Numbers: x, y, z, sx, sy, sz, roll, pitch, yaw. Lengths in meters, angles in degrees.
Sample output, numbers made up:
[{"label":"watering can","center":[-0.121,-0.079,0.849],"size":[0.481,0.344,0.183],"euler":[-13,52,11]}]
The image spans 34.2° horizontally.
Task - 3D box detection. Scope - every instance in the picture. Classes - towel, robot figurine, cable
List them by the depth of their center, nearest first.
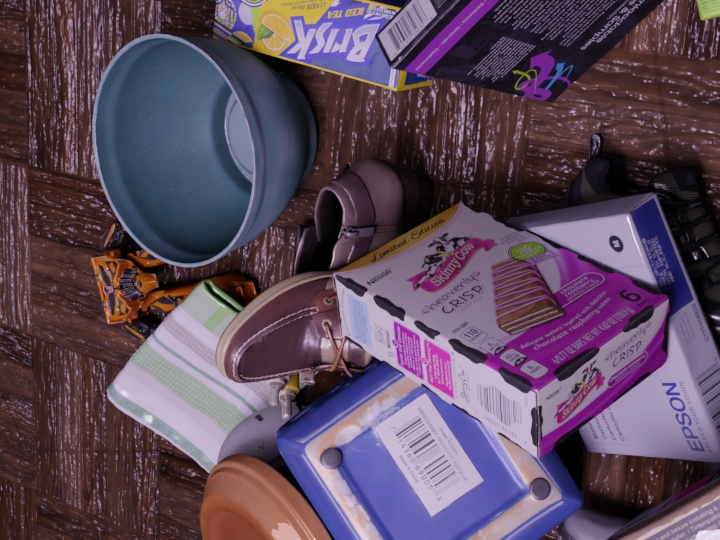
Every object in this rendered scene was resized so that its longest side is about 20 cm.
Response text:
[{"label":"cable","center":[-0.061,0.024,1.019],"size":[0.050,0.201,0.097],"euler":[-2,140,-3]},{"label":"robot figurine","center":[-0.051,0.222,1.103],"size":[0.150,0.125,0.201],"euler":[-34,83,32]},{"label":"towel","center":[-0.149,0.110,1.152],"size":[0.149,0.031,0.200],"euler":[36,128,-12]},{"label":"robot figurine","center":[-0.195,0.005,1.180],"size":[0.199,0.058,0.146],"euler":[-11,96,35]}]

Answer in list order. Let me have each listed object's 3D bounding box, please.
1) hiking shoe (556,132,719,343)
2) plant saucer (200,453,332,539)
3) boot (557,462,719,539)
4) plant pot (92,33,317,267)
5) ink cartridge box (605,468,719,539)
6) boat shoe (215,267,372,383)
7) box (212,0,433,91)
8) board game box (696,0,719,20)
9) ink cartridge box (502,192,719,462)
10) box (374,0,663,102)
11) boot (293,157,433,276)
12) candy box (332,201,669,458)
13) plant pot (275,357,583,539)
[{"label":"hiking shoe","center":[0.236,-0.023,0.872],"size":[0.200,0.076,0.101],"euler":[32,122,24]},{"label":"plant saucer","center":[-0.080,0.257,1.020],"size":[0.200,0.037,0.201],"euler":[31,134,38]},{"label":"boot","center":[0.265,0.190,0.923],"size":[0.199,0.070,0.132],"euler":[17,108,17]},{"label":"plant pot","center":[-0.124,-0.115,1.053],"size":[0.200,0.134,0.201],"euler":[12,110,36]},{"label":"ink cartridge box","center":[0.257,0.168,0.781],"size":[0.164,0.200,0.075],"euler":[-34,75,19]},{"label":"boat shoe","center":[-0.014,0.043,0.906],"size":[0.072,0.199,0.072],"euler":[40,140,43]},{"label":"box","center":[-0.030,-0.212,1.011],"size":[0.199,0.064,0.070],"euler":[20,113,28]},{"label":"board game box","center":[0.265,-0.286,0.816],"size":[0.095,0.030,0.201],"euler":[-10,99,35]},{"label":"ink cartridge box","center":[0.177,0.048,0.890],"size":[0.200,0.041,0.200],"euler":[-9,109,59]},{"label":"box","center":[0.125,-0.186,0.831],"size":[0.143,0.199,0.036],"euler":[-41,62,33]},{"label":"boot","center":[0.000,0.000,0.993],"size":[0.070,0.146,0.201],"euler":[18,111,33]},{"label":"candy box","center":[0.095,0.032,0.823],"size":[0.200,0.136,0.061],"euler":[28,136,42]},{"label":"plant pot","center":[0.053,0.156,0.931],"size":[0.200,0.180,0.200],"euler":[-34,82,-2]}]
